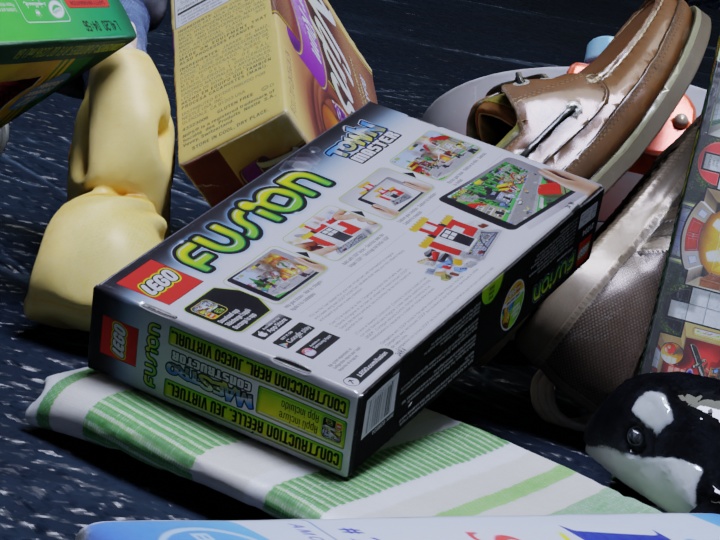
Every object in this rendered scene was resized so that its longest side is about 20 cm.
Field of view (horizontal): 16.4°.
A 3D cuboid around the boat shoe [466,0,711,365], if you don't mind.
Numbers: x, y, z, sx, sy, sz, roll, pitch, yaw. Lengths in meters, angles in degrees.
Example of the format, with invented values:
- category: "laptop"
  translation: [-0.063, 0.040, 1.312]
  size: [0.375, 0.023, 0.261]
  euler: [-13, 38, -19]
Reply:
- category: "boat shoe"
  translation: [0.080, -0.056, 1.060]
  size: [0.068, 0.200, 0.072]
  euler: [37, -29, -3]

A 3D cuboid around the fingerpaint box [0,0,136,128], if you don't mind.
- category: "fingerpaint box"
  translation: [-0.204, -0.073, 0.947]
  size: [0.074, 0.166, 0.200]
  euler: [61, 21, 5]

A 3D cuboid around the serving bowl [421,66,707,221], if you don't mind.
- category: "serving bowl"
  translation: [0.122, -0.029, 1.260]
  size: [0.199, 0.066, 0.200]
  euler: [10, -21, 4]

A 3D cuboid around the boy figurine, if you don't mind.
- category: "boy figurine"
  translation: [-0.109, -0.038, 1.050]
  size: [0.064, 0.125, 0.201]
  euler: [6, 42, -9]

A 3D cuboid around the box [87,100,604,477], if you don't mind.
- category: "box"
  translation: [0.000, 0.000, 0.926]
  size: [0.110, 0.035, 0.200]
  euler: [21, 32, 23]

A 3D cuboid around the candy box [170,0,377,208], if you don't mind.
- category: "candy box"
  translation: [-0.034, -0.070, 1.113]
  size: [0.117, 0.056, 0.201]
  euler: [56, 16, -32]

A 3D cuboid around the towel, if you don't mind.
- category: "towel"
  translation: [-0.001, 0.071, 0.882]
  size: [0.199, 0.024, 0.152]
  euler: [23, 15, 26]

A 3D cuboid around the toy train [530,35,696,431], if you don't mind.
- category: "toy train"
  translation: [0.135, -0.003, 1.119]
  size: [0.149, 0.201, 0.056]
  euler: [9, -28, -1]

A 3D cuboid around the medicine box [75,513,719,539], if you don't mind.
- category: "medicine box"
  translation: [0.058, 0.129, 0.493]
  size: [0.199, 0.104, 0.182]
  euler: [3, 17, -41]

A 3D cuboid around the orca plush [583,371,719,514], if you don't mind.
- category: "orca plush"
  translation: [0.177, 0.077, 0.902]
  size: [0.105, 0.071, 0.200]
  euler: [-3, 28, -47]

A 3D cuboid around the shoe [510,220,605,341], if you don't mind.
- category: "shoe"
  translation: [0.071, -0.004, 1.183]
  size: [0.199, 0.072, 0.091]
  euler: [2, 21, -32]

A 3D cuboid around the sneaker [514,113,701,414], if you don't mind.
- category: "sneaker"
  translation: [0.150, -0.015, 1.067]
  size: [0.075, 0.200, 0.070]
  euler: [43, -18, 1]

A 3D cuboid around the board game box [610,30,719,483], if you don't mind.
- category: "board game box"
  translation: [0.175, 0.002, 1.008]
  size: [0.104, 0.201, 0.023]
  euler: [15, -14, 0]

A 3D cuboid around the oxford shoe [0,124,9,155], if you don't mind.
- category: "oxford shoe"
  translation: [-0.253, -0.067, 1.099]
  size: [0.199, 0.076, 0.058]
  euler: [10, 29, -22]
